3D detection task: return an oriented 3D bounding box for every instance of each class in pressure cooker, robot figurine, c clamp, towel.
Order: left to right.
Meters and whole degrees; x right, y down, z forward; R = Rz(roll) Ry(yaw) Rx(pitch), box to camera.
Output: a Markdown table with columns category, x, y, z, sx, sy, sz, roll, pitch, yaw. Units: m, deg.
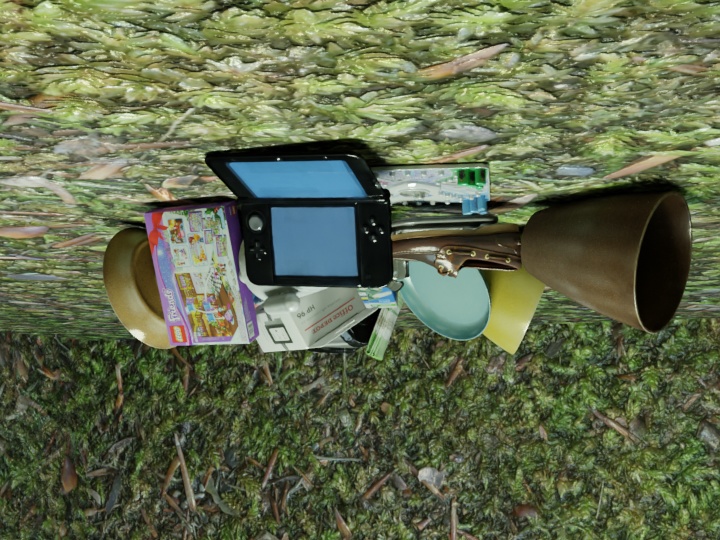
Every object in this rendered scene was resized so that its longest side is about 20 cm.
| category | x | y | z | sx | sy | sz | roll | pitch | yaw |
| --- | --- | --- | --- | --- | --- | --- | --- | --- | --- |
| robot figurine | -0.089 | -0.021 | 1.378 | 0.112 | 0.172 | 0.199 | 20 | 157 | -30 |
| pressure cooker | -0.069 | 0.066 | 2.002 | 0.197 | 0.181 | 0.176 | -5 | 142 | 34 |
| towel | 0.066 | 0.075 | 1.967 | 0.030 | 0.203 | 0.149 | 20 | 176 | 12 |
| c clamp | 0.113 | -0.063 | 1.502 | 0.197 | 0.028 | 0.170 | -2 | 178 | -24 |

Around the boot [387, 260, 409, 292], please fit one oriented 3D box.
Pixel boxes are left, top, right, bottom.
| category | x | y | z | sx | sy | sz | roll | pitch | yaw |
| --- | --- | --- | --- | --- | --- | --- | --- | --- | --- |
| boot | 0.012 | -0.029 | 1.507 | 0.128 | 0.069 | 0.201 | 4 | 157 | -1 |

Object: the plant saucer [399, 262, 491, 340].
| category | x | y | z | sx | sy | sz | roll | pitch | yaw |
| --- | --- | --- | --- | --- | --- | --- | --- | --- | --- |
| plant saucer | 0.133 | 0.019 | 1.640 | 0.027 | 0.202 | 0.199 | -37 | -164 | -35 |

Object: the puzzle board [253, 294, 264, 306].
| category | x | y | z | sx | sy | sz | roll | pitch | yaw |
| --- | --- | --- | --- | --- | --- | --- | --- | --- | --- |
| puzzle board | -0.107 | -0.015 | 1.535 | 0.200 | 0.017 | 0.150 | -46 | 154 | 17 |

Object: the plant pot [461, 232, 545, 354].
| category | x | y | z | sx | sy | sz | roll | pitch | yaw |
| --- | --- | --- | --- | --- | --- | --- | --- | --- | --- |
| plant pot | 0.226 | 0.016 | 1.694 | 0.140 | 0.203 | 0.200 | 23 | 174 | 6 |

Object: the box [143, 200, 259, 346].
| category | x | y | z | sx | sy | sz | roll | pitch | yaw |
| --- | --- | --- | --- | --- | --- | --- | --- | --- | --- |
| box | -0.227 | 0.006 | 1.473 | 0.135 | 0.204 | 0.039 | -3 | -165 | 22 |

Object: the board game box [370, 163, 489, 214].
| category | x | y | z | sx | sy | sz | roll | pitch | yaw |
| --- | --- | --- | --- | --- | --- | --- | --- | --- | --- |
| board game box | 0.069 | -0.101 | 1.336 | 0.196 | 0.026 | 0.200 | -1 | 172 | 8 |

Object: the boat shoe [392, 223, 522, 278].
| category | x | y | z | sx | sy | sz | roll | pitch | yaw |
| --- | --- | --- | --- | --- | --- | --- | --- | --- | --- |
| boat shoe | 0.135 | -0.025 | 1.457 | 0.196 | 0.072 | 0.070 | -4 | 175 | -3 |

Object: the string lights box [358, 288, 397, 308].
| category | x | y | z | sx | sy | sz | roll | pitch | yaw |
| --- | --- | --- | --- | --- | --- | --- | --- | --- | --- |
| string lights box | 0.000 | 0.000 | 1.697 | 0.101 | 0.060 | 0.200 | -2 | 157 | 10 |

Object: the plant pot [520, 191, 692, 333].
| category | x | y | z | sx | sy | sz | roll | pitch | yaw |
| --- | --- | --- | --- | --- | --- | --- | --- | --- | --- |
| plant pot | 0.330 | -0.026 | 1.422 | 0.198 | 0.190 | 0.186 | 12 | -179 | 39 |

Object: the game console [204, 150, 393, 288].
| category | x | y | z | sx | sy | sz | roll | pitch | yaw |
| --- | --- | --- | --- | --- | --- | --- | --- | --- | --- |
| game console | -0.071 | -0.057 | 1.220 | 0.197 | 0.179 | 0.116 | 1 | -168 | 20 |

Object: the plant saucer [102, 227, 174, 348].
| category | x | y | z | sx | sy | sz | roll | pitch | yaw |
| --- | --- | --- | --- | --- | --- | --- | --- | --- | --- |
| plant saucer | -0.318 | 0.021 | 1.616 | 0.035 | 0.203 | 0.199 | -23 | 161 | 29 |

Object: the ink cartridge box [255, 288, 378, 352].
| category | x | y | z | sx | sy | sz | roll | pitch | yaw |
| --- | --- | --- | --- | --- | --- | --- | --- | --- | --- |
| ink cartridge box | -0.073 | 0.059 | 1.481 | 0.115 | 0.069 | 0.199 | -33 | -169 | -28 |

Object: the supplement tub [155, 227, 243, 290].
| category | x | y | z | sx | sy | sz | roll | pitch | yaw |
| --- | --- | --- | --- | --- | --- | --- | --- | --- | --- |
| supplement tub | -0.211 | 0.002 | 1.623 | 0.143 | 0.147 | 0.199 | -5 | 171 | 34 |
